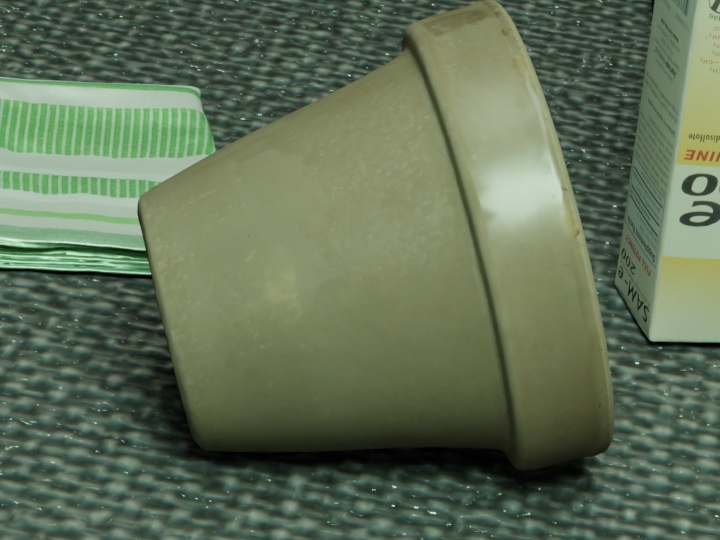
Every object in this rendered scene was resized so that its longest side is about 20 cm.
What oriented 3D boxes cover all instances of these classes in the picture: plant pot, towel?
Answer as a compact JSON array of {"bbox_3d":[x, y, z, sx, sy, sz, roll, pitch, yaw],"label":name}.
[{"bbox_3d":[0.000,0.000,1.230,0.174,0.201,0.200,-13,28,-3],"label":"plant pot"},{"bbox_3d":[-0.144,-0.051,1.461,0.152,0.023,0.200,3,26,-10],"label":"towel"}]

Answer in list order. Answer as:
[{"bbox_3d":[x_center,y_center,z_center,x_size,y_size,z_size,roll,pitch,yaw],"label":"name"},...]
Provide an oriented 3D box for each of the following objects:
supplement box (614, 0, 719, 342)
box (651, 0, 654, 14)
[{"bbox_3d":[0.201,-0.068,1.380,0.126,0.201,0.074,1,23,-10],"label":"supplement box"},{"bbox_3d":[0.286,-0.192,1.835,0.199,0.049,0.160,9,28,3],"label":"box"}]
